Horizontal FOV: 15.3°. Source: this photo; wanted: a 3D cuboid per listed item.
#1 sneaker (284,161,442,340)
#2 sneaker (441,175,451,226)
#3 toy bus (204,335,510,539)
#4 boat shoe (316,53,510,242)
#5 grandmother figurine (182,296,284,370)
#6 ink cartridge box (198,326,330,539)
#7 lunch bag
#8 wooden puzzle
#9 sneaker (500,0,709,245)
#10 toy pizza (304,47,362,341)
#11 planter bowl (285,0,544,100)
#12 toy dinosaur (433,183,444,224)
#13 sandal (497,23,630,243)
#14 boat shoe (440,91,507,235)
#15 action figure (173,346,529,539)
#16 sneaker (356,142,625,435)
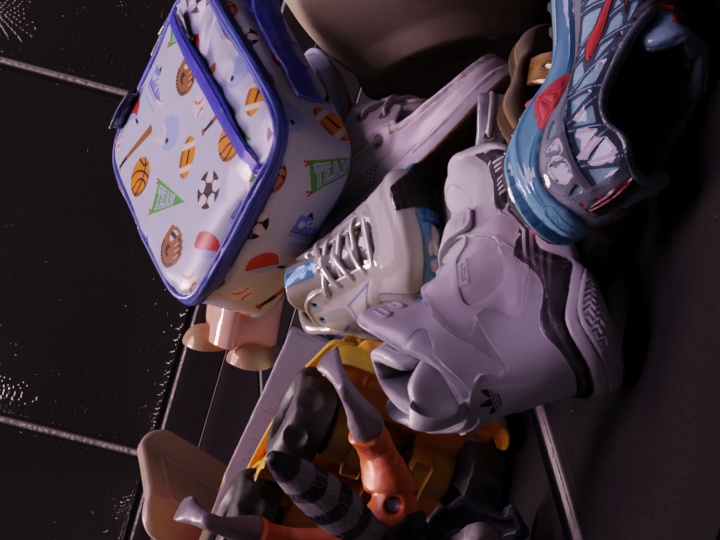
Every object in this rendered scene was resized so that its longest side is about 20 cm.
[{"bbox_3d":[0.000,0.000,1.571,0.200,0.086,0.075,105,160,-65],"label":"sneaker"},{"bbox_3d":[0.086,0.023,1.465,0.200,0.075,0.088,-90,-4,-57],"label":"sneaker"},{"bbox_3d":[-0.001,0.109,1.586,0.192,0.135,0.201,-83,19,-61],"label":"toy bus"},{"bbox_3d":[0.016,-0.075,1.621,0.200,0.070,0.071,-42,-17,31],"label":"boat shoe"},{"bbox_3d":[-0.067,-0.038,1.763,0.060,0.121,0.201,-25,-54,-58],"label":"grandmother figurine"},{"bbox_3d":[-0.032,0.141,1.712,0.050,0.108,0.201,111,-177,-52],"label":"ink cartridge box"},{"bbox_3d":[-0.083,-0.081,1.658,0.161,0.075,0.200,-62,37,27],"label":"lunch bag"},{"bbox_3d":[-0.071,0.186,1.787,0.037,0.184,0.200,-56,10,8],"label":"wooden puzzle"},{"bbox_3d":[0.141,-0.105,1.312,0.095,0.079,0.201,-18,49,49],"label":"sneaker"},{"bbox_3d":[-0.013,-0.048,1.775,0.200,0.031,0.202,173,90,-77],"label":"toy pizza"},{"bbox_3d":[0.041,-0.190,1.739,0.200,0.199,0.136,127,130,-70],"label":"planter bowl"},{"bbox_3d":[0.052,-0.006,1.742,0.102,0.076,0.202,47,-136,-79],"label":"toy dinosaur"},{"bbox_3d":[0.117,-0.086,1.416,0.054,0.080,0.200,-45,18,24],"label":"sandal"},{"bbox_3d":[0.073,-0.033,1.601,0.202,0.064,0.075,115,167,-52],"label":"boat shoe"},{"bbox_3d":[-0.003,0.169,1.359,0.200,0.193,0.105,-48,11,-11],"label":"action figure"},{"bbox_3d":[0.050,0.010,1.355,0.200,0.114,0.075,-118,8,-54],"label":"sneaker"}]
